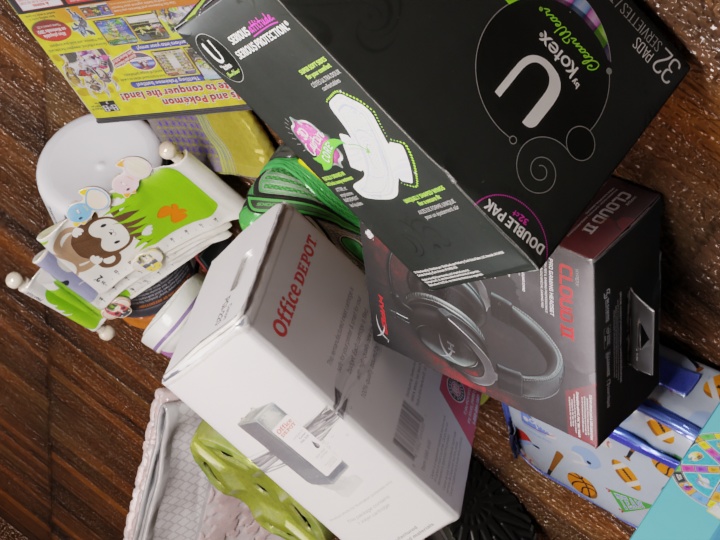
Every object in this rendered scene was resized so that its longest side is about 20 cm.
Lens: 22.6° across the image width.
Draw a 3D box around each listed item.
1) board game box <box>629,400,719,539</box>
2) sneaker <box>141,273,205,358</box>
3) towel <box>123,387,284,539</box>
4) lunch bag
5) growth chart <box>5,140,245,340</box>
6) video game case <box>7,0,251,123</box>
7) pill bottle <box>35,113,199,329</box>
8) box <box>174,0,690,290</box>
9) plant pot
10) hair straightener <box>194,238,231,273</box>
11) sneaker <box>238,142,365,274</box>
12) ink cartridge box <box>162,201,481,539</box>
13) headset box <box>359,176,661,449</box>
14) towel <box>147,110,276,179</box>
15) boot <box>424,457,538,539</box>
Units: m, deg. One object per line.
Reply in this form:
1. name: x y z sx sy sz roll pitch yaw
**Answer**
1. board game box: 0.247 0.129 0.976 0.150 0.200 0.047 19 151 40
2. sneaker: -0.111 0.066 1.496 0.114 0.073 0.200 40 179 8
3. towel: -0.100 0.167 1.514 0.032 0.189 0.201 50 137 41
4. lunch bag: 0.176 0.100 1.204 0.199 0.076 0.161 25 151 30
5. growth chart: -0.179 -0.022 1.393 0.144 0.199 0.018 28 -145 -46
6. video game case: -0.152 -0.177 1.203 0.199 0.026 0.181 -1 136 39
7. pill bottle: -0.192 -0.031 1.484 0.106 0.106 0.201 28 155 24
8. box: 0.036 -0.114 0.915 0.200 0.149 0.124 45 159 -15
9. plant pot: -0.028 0.103 1.378 0.199 0.185 0.201 33 158 15
10. hair straightener: -0.073 0.041 1.521 0.077 0.041 0.201 23 153 35
11. sneaker: 0.000 0.000 1.272 0.199 0.085 0.078 36 158 7
12. ink cartridge box: -0.021 0.074 1.190 0.085 0.146 0.200 -35 111 29
13. headset box: 0.098 0.005 1.098 0.199 0.077 0.150 26 139 33
14. towel: -0.144 -0.143 1.309 0.143 0.023 0.201 15 147 47
15. boot: 0.057 0.212 1.585 0.212 0.079 0.158 53 149 -6
